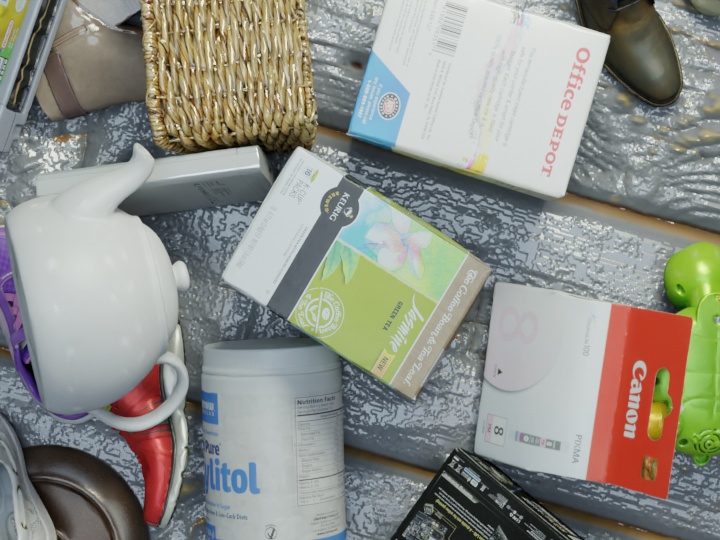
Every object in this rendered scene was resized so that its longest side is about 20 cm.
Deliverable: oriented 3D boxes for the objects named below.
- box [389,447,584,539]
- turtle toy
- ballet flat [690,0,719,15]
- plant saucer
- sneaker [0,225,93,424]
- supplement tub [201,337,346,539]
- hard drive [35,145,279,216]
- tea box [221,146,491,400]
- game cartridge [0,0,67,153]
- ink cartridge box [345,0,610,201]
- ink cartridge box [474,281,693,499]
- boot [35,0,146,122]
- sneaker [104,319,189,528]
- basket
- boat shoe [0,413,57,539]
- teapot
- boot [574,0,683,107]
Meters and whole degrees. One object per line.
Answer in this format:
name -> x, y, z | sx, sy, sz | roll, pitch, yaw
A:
box -> 0.124, 0.287, 1.410 | 0.199, 0.086, 0.165 | 37, 93, 31
turtle toy -> 0.311, 0.076, 1.431 | 0.144, 0.101, 0.203 | 3, 91, -4
ballet flat -> 0.310, -0.333, 1.435 | 0.069, 0.069, 0.202 | -18, 91, 2
plant saucer -> -0.299, 0.269, 1.493 | 0.197, 0.032, 0.203 | 0, 93, 2
sneaker -> -0.300, 0.050, 1.456 | 0.080, 0.088, 0.202 | -26, 90, 4
supplement tub -> -0.079, 0.167, 1.433 | 0.130, 0.132, 0.203 | -3, 92, 2
hard drive -> -0.177, -0.076, 1.420 | 0.197, 0.132, 0.027 | -7, 81, 5
tea box -> 0.000, 0.000, 1.389 | 0.195, 0.200, 0.135 | 31, 93, 1
game cartridge -> -0.334, -0.221, 1.440 | 0.132, 0.040, 0.202 | 23, 94, 40
ink cartridge box -> 0.104, -0.160, 1.407 | 0.197, 0.145, 0.149 | 18, 93, 1
ink cartridge box -> 0.192, 0.104, 1.402 | 0.057, 0.199, 0.165 | 6, 93, -37
boot -> -0.229, -0.180, 1.462 | 0.145, 0.070, 0.202 | -29, 90, 9
sneaker -> -0.205, 0.137, 1.459 | 0.084, 0.077, 0.203 | -2, 81, -14
basket -> -0.121, -0.203, 1.410 | 0.147, 0.143, 0.203 | -7, 86, -4
boat shoe -> -0.347, 0.183, 1.447 | 0.071, 0.069, 0.201 | -38, 69, 1
teapot -> -0.217, 0.025, 1.348 | 0.144, 0.200, 0.200 | -12, 75, -15
boot -> 0.235, -0.239, 1.424 | 0.074, 0.097, 0.201 | -31, 91, 3
